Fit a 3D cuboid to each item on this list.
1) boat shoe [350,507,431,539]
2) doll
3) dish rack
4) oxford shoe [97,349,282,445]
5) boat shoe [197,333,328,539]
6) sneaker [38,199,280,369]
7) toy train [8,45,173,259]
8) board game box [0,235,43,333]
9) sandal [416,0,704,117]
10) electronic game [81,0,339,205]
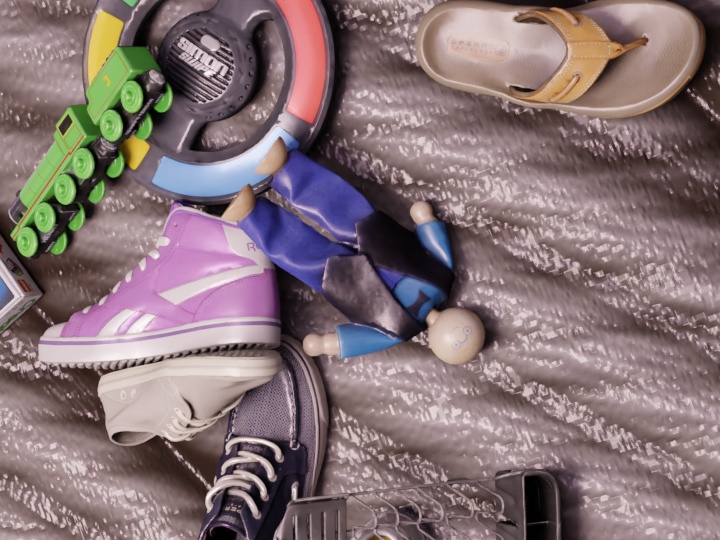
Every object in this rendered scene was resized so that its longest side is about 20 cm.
[{"bbox_3d":[-0.024,0.259,1.259,0.075,0.086,0.202,40,104,13],"label":"boat shoe"},{"bbox_3d":[0.000,0.000,1.240,0.200,0.048,0.137,35,79,-5],"label":"doll"},{"bbox_3d":[0.037,0.213,1.201,0.199,0.055,0.154,-3,93,-24],"label":"dish rack"},{"bbox_3d":[-0.119,0.089,1.260,0.200,0.075,0.058,-18,75,50],"label":"oxford shoe"},{"bbox_3d":[-0.072,0.147,1.266,0.074,0.093,0.201,1,92,19],"label":"boat shoe"},{"bbox_3d":[-0.147,0.011,1.301,0.200,0.073,0.115,-10,81,23],"label":"sneaker"},{"bbox_3d":[-0.202,-0.085,1.303,0.200,0.042,0.057,-48,64,34],"label":"toy train"},{"bbox_3d":[-0.355,0.031,1.388,0.200,0.035,0.126,-40,79,16],"label":"board game box"},{"bbox_3d":[0.128,-0.146,1.197,0.199,0.054,0.081,7,95,18],"label":"sandal"},{"bbox_3d":[-0.110,-0.147,1.293,0.199,0.042,0.201,1,93,19],"label":"electronic game"}]
